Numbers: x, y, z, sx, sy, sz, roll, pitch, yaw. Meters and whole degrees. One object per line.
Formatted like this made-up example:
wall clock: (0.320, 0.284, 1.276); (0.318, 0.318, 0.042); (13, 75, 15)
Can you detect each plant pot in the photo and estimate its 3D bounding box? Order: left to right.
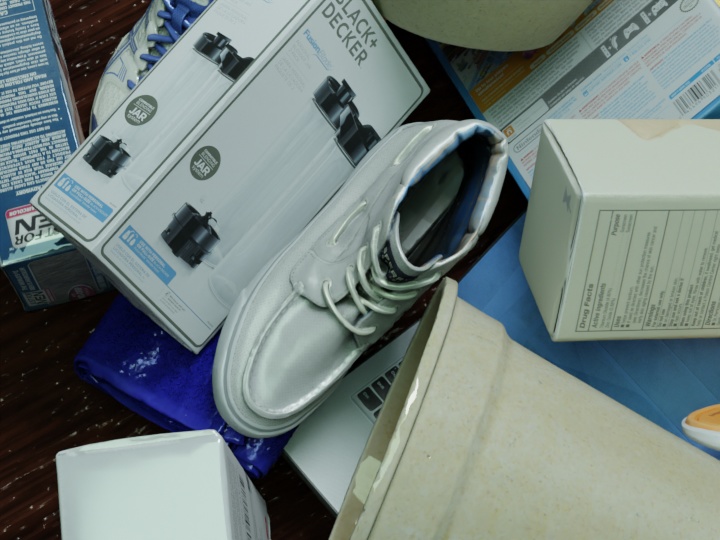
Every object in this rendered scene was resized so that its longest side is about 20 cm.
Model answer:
plant pot: (0.087, 0.131, 0.894); (0.183, 0.200, 0.201); (23, 75, -1)

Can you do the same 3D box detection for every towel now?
towel: (-0.061, 0.003, 1.026); (0.148, 0.050, 0.200); (25, 72, 30)

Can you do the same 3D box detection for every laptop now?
laptop: (0.091, 0.084, 0.988); (0.200, 0.116, 0.187); (-35, 76, -28)

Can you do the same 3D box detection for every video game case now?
video game case: (0.118, -0.132, 1.011); (0.143, 0.018, 0.200); (-40, 56, 17)

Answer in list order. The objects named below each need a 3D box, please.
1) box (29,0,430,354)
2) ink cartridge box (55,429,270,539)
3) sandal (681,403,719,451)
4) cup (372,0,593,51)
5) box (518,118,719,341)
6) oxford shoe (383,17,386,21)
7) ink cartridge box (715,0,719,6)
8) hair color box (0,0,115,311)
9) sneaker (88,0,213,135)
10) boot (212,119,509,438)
box: (-0.066, -0.068, 0.972); (0.200, 0.117, 0.060); (-48, 49, -9)
ink cartridge box: (-0.091, 0.174, 0.923); (0.086, 0.200, 0.147); (-6, 74, 0)
sandal: (0.264, 0.054, 0.917); (0.206, 0.079, 0.059); (-6, 98, 7)
cup: (0.067, -0.200, 0.956); (0.200, 0.200, 0.143); (12, 115, 3)
box: (0.191, -0.022, 0.937); (0.200, 0.095, 0.078); (1, 35, -12)
oxford shoe: (-0.026, -0.157, 1.057); (0.073, 0.071, 0.200); (31, 76, 39)
ink cartridge box: (0.175, -0.168, 1.082); (0.175, 0.084, 0.200); (-19, 75, -4)
hair color box: (-0.194, -0.087, 1.050); (0.060, 0.100, 0.200); (-14, 75, -5)
sneaker: (-0.106, -0.145, 1.073); (0.075, 0.088, 0.200); (24, 76, 5)
boot: (0.000, 0.000, 0.938); (0.074, 0.096, 0.200); (37, 76, -14)
